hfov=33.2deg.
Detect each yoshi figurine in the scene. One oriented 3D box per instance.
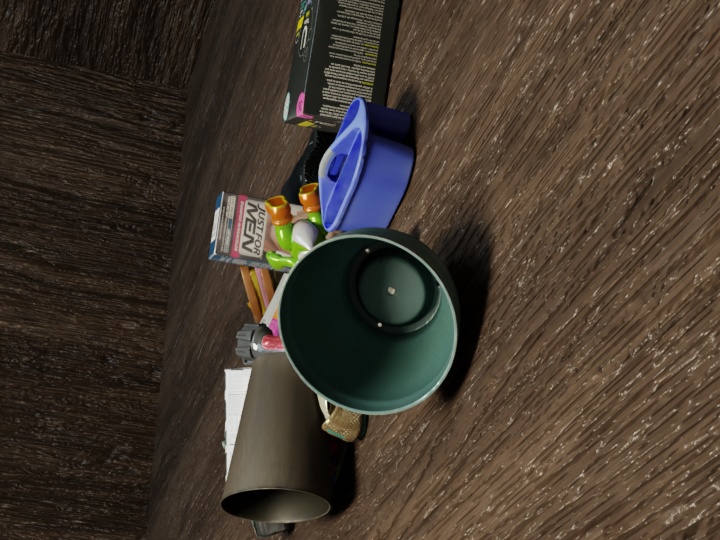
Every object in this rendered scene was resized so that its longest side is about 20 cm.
[{"bbox_3d":[-0.070,-0.023,1.773,0.111,0.112,0.202,-2,114,40],"label":"yoshi figurine"}]

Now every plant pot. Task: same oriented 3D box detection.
[{"bbox_3d":[0.023,0.038,1.334,0.134,0.198,0.202,-49,-23,-65],"label":"plant pot"}]

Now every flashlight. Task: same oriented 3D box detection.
[{"bbox_3d":[-0.104,0.104,1.773,0.199,0.068,0.068,2,43,45],"label":"flashlight"}]

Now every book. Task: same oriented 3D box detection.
[{"bbox_3d":[-0.115,0.076,1.926,0.135,0.048,0.200,-63,18,-5],"label":"book"}]

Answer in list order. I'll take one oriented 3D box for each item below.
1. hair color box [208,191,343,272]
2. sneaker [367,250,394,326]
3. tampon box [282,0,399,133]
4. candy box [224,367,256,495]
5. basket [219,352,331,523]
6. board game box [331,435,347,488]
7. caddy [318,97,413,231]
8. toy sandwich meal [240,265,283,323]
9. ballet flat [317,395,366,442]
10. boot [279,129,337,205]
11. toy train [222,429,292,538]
[{"bbox_3d":[-0.127,-0.053,1.859,0.060,0.197,0.101,157,121,-72],"label":"hair color box"},{"bbox_3d":[0.000,0.000,1.591,0.147,0.080,0.202,-106,26,-52],"label":"sneaker"},{"bbox_3d":[-0.031,-0.314,1.807,0.150,0.125,0.203,-176,95,-75],"label":"tampon box"},{"bbox_3d":[-0.137,0.245,1.785,0.060,0.136,0.203,-5,84,33],"label":"candy box"},{"bbox_3d":[-0.107,0.227,1.659,0.180,0.135,0.202,-28,47,47],"label":"basket"},{"bbox_3d":[-0.060,0.223,1.750,0.200,0.038,0.160,-147,67,-74],"label":"board game box"},{"bbox_3d":[-0.003,-0.138,1.638,0.201,0.104,0.143,116,159,-46],"label":"caddy"},{"bbox_3d":[-0.176,0.022,2.128,0.205,0.069,0.208,164,90,-80],"label":"toy sandwich meal"},{"bbox_3d":[-0.028,0.134,1.642,0.071,0.065,0.202,122,153,-48],"label":"ballet flat"},{"bbox_3d":[-0.078,-0.131,1.956,0.202,0.076,0.169,-86,18,-45],"label":"boot"},{"bbox_3d":[-0.160,0.323,1.905,0.114,0.084,0.203,-154,51,-73],"label":"toy train"}]
